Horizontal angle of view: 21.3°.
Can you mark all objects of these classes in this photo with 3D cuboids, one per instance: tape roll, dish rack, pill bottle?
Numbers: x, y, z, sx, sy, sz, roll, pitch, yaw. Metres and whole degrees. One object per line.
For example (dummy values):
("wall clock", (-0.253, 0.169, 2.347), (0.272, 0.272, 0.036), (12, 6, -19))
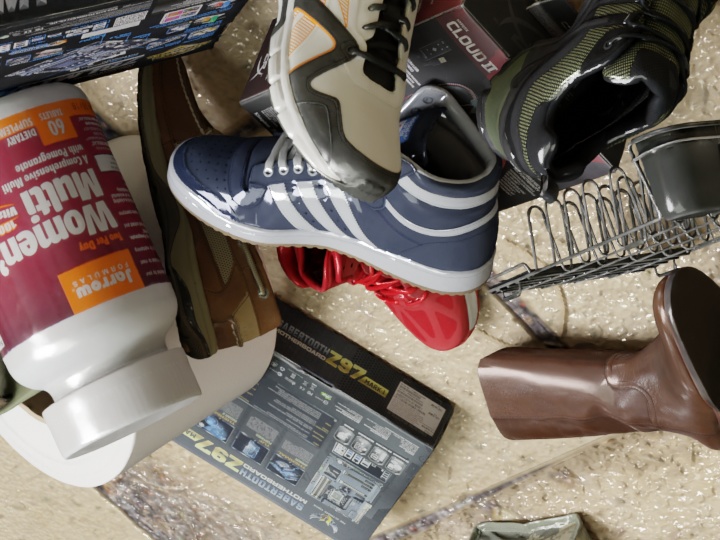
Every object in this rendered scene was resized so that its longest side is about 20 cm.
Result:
("tape roll", (-0.174, 0.026, 1.303), (0.202, 0.139, 0.204), (24, 129, 33))
("dish rack", (0.169, -0.032, 1.098), (0.199, 0.152, 0.055), (-27, 73, 53))
("pill bottle", (-0.174, 0.001, 1.131), (0.109, 0.109, 0.201), (-30, 83, 45))

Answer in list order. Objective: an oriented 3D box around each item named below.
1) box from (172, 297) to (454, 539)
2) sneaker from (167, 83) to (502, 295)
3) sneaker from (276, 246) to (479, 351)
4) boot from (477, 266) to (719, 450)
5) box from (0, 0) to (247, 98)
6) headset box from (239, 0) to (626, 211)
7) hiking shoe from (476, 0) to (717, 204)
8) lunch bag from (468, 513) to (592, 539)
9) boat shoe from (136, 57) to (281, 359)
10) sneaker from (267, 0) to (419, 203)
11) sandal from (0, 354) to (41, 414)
("box", (-0.049, 0.107, 1.420), (0.199, 0.051, 0.158), (31, 136, 1))
("sneaker", (-0.012, -0.061, 1.083), (0.198, 0.070, 0.109), (17, 142, 6))
("sneaker", (0.000, 0.000, 1.238), (0.078, 0.116, 0.201), (-13, 123, 38))
("boot", (0.147, 0.060, 1.238), (0.198, 0.065, 0.187), (4, 144, 33))
("box", (-0.162, -0.141, 1.062), (0.198, 0.198, 0.050), (158, 96, -75))
("headset box", (0.053, -0.106, 1.117), (0.199, 0.075, 0.149), (-19, 131, 41))
("hiking shoe", (0.152, -0.120, 0.993), (0.075, 0.101, 0.200), (33, 102, -32))
("lunch bag", (0.126, 0.306, 1.401), (0.117, 0.201, 0.165), (-11, 124, 38))
("boat shoe", (-0.094, -0.045, 1.204), (0.073, 0.202, 0.076), (-11, 166, -5))
("sneaker", (-0.003, -0.131, 1.012), (0.080, 0.202, 0.073), (-27, 147, 30))
("sandal", (-0.252, 0.065, 1.254), (0.080, 0.057, 0.201), (53, 139, 6))
